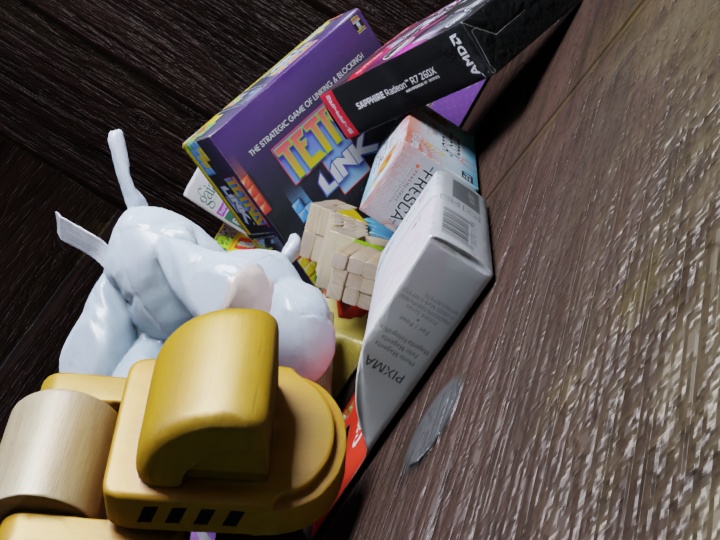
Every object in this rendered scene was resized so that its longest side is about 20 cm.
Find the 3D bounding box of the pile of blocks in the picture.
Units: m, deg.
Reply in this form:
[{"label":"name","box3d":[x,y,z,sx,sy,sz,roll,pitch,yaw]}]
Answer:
[{"label":"pile of blocks","box3d":[0.000,0.000,0.930,0.200,0.082,0.062,-118,41,-70]}]

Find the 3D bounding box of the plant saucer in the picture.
[{"label":"plant saucer","box3d":[-0.045,0.079,1.044,0.200,0.048,0.200,-57,6,26]}]

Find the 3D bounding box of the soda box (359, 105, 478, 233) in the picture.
[{"label":"soda box","box3d":[0.049,-0.080,0.946,0.064,0.068,0.200,-56,6,18]}]

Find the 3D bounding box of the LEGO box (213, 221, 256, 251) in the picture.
[{"label":"LEGO box","box3d":[-0.107,0.036,1.255,0.149,0.077,0.201,-67,-16,-53]}]

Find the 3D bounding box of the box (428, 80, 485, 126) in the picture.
[{"label":"box","box3d":[0.072,-0.148,1.236,0.200,0.039,0.137,-60,5,-11]}]

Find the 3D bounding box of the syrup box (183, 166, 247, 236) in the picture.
[{"label":"syrup box","box3d":[-0.062,-0.064,1.156,0.079,0.200,0.082,-53,8,36]}]

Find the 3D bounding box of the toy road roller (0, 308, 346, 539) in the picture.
[{"label":"toy road roller","box3d":[-0.107,0.094,0.652,0.123,0.199,0.146,-88,2,-49]}]

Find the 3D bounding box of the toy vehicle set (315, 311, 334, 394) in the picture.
[{"label":"toy vehicle set","box3d":[-0.084,0.129,0.936,0.200,0.026,0.125,-46,31,41]}]

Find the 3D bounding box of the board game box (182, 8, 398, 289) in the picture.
[{"label":"board game box","box3d":[-0.032,-0.106,1.054,0.200,0.166,0.057,-46,23,-27]}]

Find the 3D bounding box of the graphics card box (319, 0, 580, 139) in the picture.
[{"label":"graphics card box","box3d":[0.068,-0.178,0.957,0.125,0.051,0.200,-42,16,-31]}]

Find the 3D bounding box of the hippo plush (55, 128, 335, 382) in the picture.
[{"label":"hippo plush","box3d":[-0.111,0.037,0.831,0.160,0.200,0.161,-54,-34,10]}]

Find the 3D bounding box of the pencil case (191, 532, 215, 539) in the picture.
[{"label":"pencil case","box3d":[-0.119,0.210,0.814,0.084,0.085,0.200,32,94,52]}]

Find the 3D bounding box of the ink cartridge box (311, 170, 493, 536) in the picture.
[{"label":"ink cartridge box","box3d":[0.011,0.045,0.752,0.200,0.057,0.163,-53,7,17]}]
